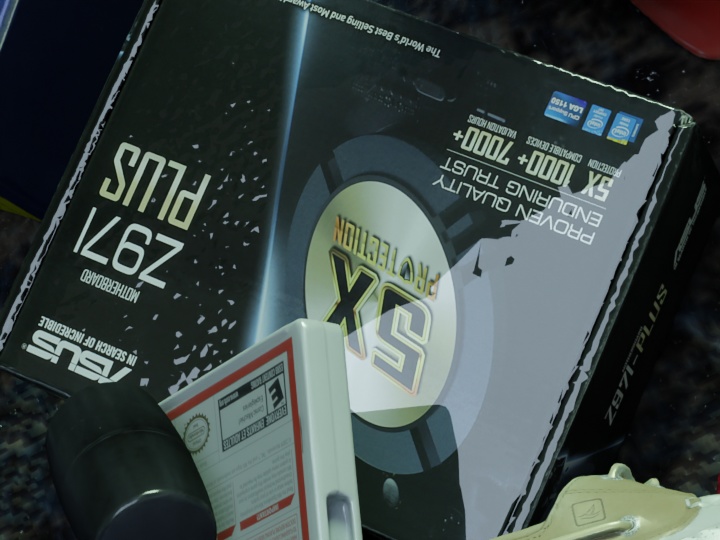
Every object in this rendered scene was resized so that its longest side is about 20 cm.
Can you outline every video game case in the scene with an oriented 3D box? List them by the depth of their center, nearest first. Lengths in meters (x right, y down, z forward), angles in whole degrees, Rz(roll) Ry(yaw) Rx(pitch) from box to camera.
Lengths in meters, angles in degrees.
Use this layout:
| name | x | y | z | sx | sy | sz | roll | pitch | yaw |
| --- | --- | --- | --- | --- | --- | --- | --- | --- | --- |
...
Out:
| name | x | y | z | sx | sy | sz | roll | pitch | yaw |
| --- | --- | --- | --- | --- | --- | --- | --- | --- | --- |
| video game case | -0.041 | 0.131 | 0.690 | 0.143 | 0.017 | 0.201 | -31 | 57 | 49 |

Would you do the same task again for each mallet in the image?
| name | x | y | z | sx | sy | sz | roll | pitch | yaw |
| --- | --- | --- | --- | --- | --- | --- | --- | --- | --- |
| mallet | -0.087 | 0.136 | 0.712 | 0.066 | 0.041 | 0.201 | 43 | 122 | 59 |

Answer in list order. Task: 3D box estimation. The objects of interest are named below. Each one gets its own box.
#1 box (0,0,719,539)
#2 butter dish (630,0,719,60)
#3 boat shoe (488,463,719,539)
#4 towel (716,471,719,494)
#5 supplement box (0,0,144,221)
| name | x | y | z | sx | sy | sz | roll | pitch | yaw |
| --- | --- | --- | --- | --- | --- | --- | --- | --- | --- |
| box | 0.000 | 0.000 | 0.799 | 0.199 | 0.086 | 0.164 | 22 | 84 | 20 |
| butter dish | 0.071 | -0.188 | 0.761 | 0.200 | 0.147 | 0.200 | 51 | 132 | 21 |
| boat shoe | 0.079 | 0.091 | 0.683 | 0.199 | 0.075 | 0.069 | -20 | 49 | -7 |
| towel | 0.197 | 0.092 | 0.702 | 0.200 | 0.145 | 0.022 | 42 | 52 | 22 |
| supplement box | -0.191 | -0.102 | 0.868 | 0.199 | 0.109 | 0.110 | 16 | 81 | 19 |
